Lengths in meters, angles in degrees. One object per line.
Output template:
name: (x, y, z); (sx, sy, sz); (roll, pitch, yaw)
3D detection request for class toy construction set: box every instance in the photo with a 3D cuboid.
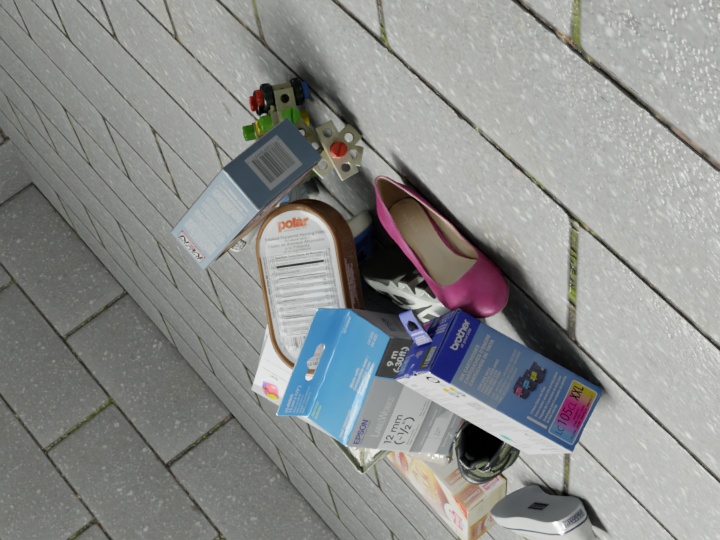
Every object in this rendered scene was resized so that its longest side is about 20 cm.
toy construction set: (-0.075, -0.141, 1.641); (0.200, 0.092, 0.131); (-6, 96, 65)

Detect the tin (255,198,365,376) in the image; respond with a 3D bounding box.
tin: (-0.055, 0.020, 1.667); (0.042, 0.112, 0.200); (-21, -78, -69)

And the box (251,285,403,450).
box: (-0.040, 0.095, 1.747); (0.156, 0.041, 0.200); (28, 127, 18)

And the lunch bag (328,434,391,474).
lunch bag: (-0.002, 0.134, 1.918); (0.200, 0.118, 0.164); (52, -162, 0)

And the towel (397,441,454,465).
towel: (0.052, 0.138, 1.770); (0.132, 0.034, 0.200); (12, 121, 19)

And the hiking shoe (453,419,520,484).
hiking shoe: (0.133, 0.188, 1.667); (0.076, 0.101, 0.200); (47, 146, 19)

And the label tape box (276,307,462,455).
label tape box: (0.026, 0.123, 1.638); (0.066, 0.200, 0.143); (49, 124, 51)

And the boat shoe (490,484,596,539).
boat shoe: (0.227, 0.310, 1.826); (0.066, 0.072, 0.200); (60, 157, -9)

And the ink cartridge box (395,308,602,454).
ink cartridge box: (0.122, 0.107, 1.498); (0.200, 0.076, 0.136); (28, 167, -8)

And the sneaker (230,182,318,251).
sneaker: (-0.098, -0.070, 1.794); (0.087, 0.200, 0.075); (44, 125, -8)

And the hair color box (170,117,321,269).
hair color box: (-0.125, -0.079, 1.602); (0.061, 0.099, 0.200); (49, 152, -2)

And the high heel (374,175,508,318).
high heel: (0.077, -0.027, 1.490); (0.096, 0.067, 0.200); (50, -177, -37)

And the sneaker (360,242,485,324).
sneaker: (0.068, 0.026, 1.627); (0.200, 0.074, 0.089); (28, 149, 61)

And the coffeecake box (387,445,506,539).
coffeecake box: (0.110, 0.268, 2.079); (0.200, 0.073, 0.154); (46, 163, 23)

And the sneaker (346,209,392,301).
sneaker: (0.001, -0.001, 1.761); (0.111, 0.077, 0.200); (58, 170, 3)

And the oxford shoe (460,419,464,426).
oxford shoe: (0.079, 0.136, 1.857); (0.200, 0.073, 0.071); (59, 164, -25)
